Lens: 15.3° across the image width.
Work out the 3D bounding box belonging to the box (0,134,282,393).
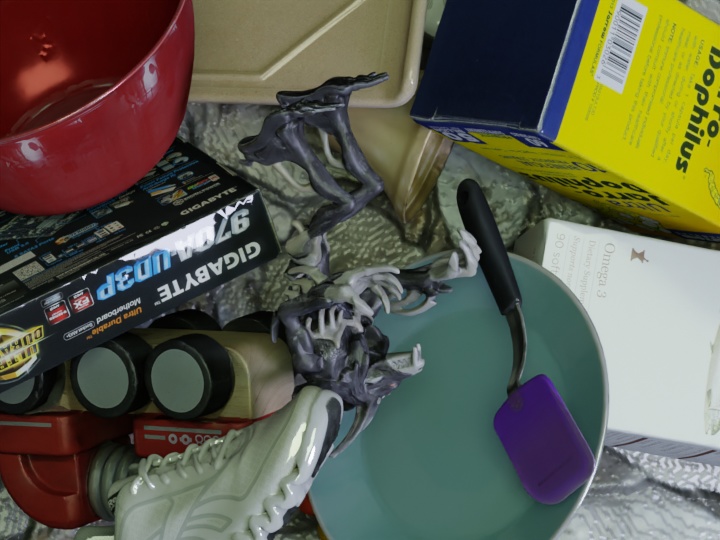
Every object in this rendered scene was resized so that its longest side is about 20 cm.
[{"bbox_3d":[-0.166,-0.008,1.510,0.200,0.159,0.046,-27,118,-18],"label":"box"}]

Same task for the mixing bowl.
[{"bbox_3d":[-0.171,-0.103,1.495,0.200,0.108,0.200,-12,44,12],"label":"mixing bowl"}]

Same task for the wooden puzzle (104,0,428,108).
[{"bbox_3d":[-0.047,-0.181,1.572,0.200,0.037,0.185,1,72,21],"label":"wooden puzzle"}]

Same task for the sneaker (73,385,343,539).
[{"bbox_3d":[-0.085,0.124,1.429,0.081,0.075,0.200,42,119,-4],"label":"sneaker"}]

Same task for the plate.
[{"bbox_3d":[0.055,0.086,1.505,0.200,0.026,0.200,-11,69,31],"label":"plate"}]

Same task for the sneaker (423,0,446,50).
[{"bbox_3d":[0.073,-0.232,1.573,0.076,0.115,0.201,18,69,-4],"label":"sneaker"}]

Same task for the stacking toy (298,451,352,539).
[{"bbox_3d":[0.009,0.149,1.569,0.200,0.085,0.085,45,82,4],"label":"stacking toy"}]

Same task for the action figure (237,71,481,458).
[{"bbox_3d":[0.000,0.000,1.458,0.102,0.119,0.200,-5,105,29],"label":"action figure"}]

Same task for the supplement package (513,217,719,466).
[{"bbox_3d":[0.186,0.049,1.575,0.200,0.117,0.117,10,82,-5],"label":"supplement package"}]

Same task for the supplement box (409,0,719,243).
[{"bbox_3d":[0.146,-0.098,1.543,0.200,0.109,0.110,23,81,-39],"label":"supplement box"}]

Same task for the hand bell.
[{"bbox_3d":[-0.042,-0.115,1.596,0.200,0.104,0.104,24,82,9],"label":"hand bell"}]

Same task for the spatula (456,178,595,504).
[{"bbox_3d":[0.082,0.034,1.473,0.021,0.057,0.200,8,53,-33],"label":"spatula"}]

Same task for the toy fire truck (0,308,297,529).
[{"bbox_3d":[-0.111,0.125,1.537,0.176,0.129,0.200,1,99,30],"label":"toy fire truck"}]
